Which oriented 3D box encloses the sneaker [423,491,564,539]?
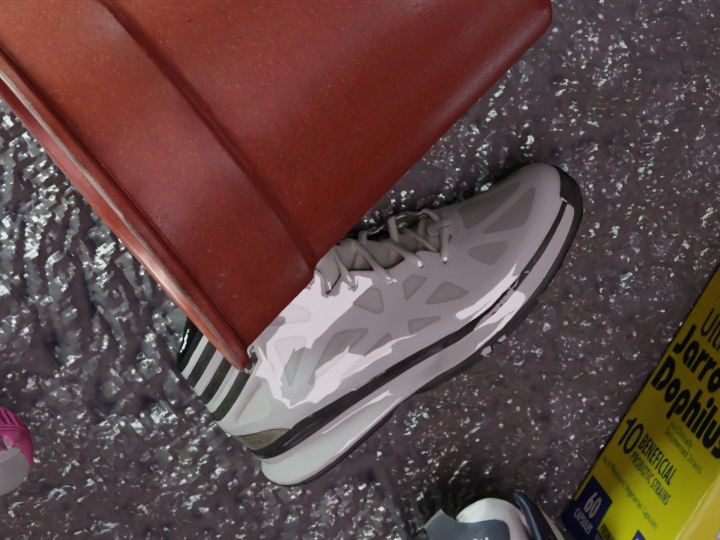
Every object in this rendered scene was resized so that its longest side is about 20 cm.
[{"bbox_3d":[0.078,0.169,1.038,0.079,0.199,0.130,-42,101,11],"label":"sneaker"}]

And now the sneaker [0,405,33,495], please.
[{"bbox_3d":[-0.239,0.117,1.008,0.200,0.081,0.088,-17,114,2],"label":"sneaker"}]

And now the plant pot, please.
[{"bbox_3d":[-0.040,-0.096,0.921,0.195,0.201,0.201,-40,113,-6],"label":"plant pot"}]

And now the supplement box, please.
[{"bbox_3d":[0.205,0.083,1.077,0.109,0.109,0.200,27,101,-20],"label":"supplement box"}]

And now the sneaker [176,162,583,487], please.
[{"bbox_3d":[0.000,0.000,1.017,0.200,0.076,0.115,-41,115,6],"label":"sneaker"}]
